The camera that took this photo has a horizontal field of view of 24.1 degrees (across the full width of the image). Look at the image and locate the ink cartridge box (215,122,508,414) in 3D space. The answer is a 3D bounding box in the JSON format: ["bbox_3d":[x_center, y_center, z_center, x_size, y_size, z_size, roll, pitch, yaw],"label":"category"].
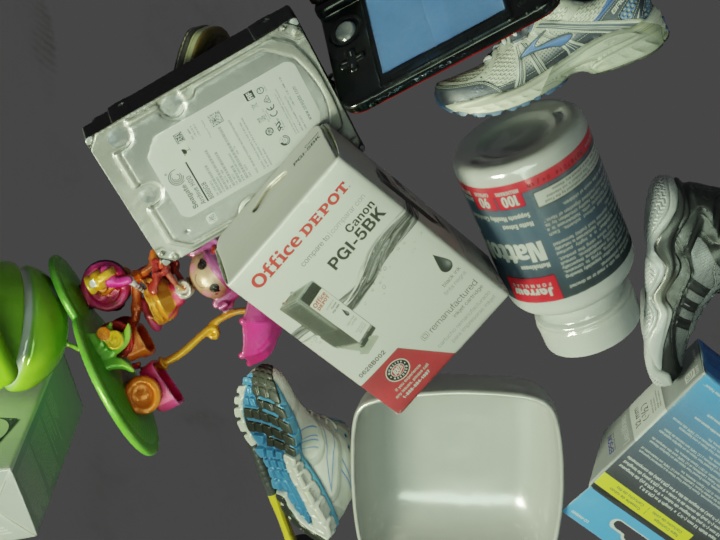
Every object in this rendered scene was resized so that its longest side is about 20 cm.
[{"bbox_3d":[0.000,0.000,1.399,0.199,0.083,0.147,37,103,-24],"label":"ink cartridge box"}]

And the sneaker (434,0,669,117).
[{"bbox_3d":[0.148,-0.193,1.387,0.198,0.077,0.086,-22,106,7],"label":"sneaker"}]

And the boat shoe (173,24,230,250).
[{"bbox_3d":[-0.155,-0.116,1.444,0.064,0.073,0.202,23,111,32],"label":"boat shoe"}]

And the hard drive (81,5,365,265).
[{"bbox_3d":[-0.111,-0.109,1.390,0.198,0.038,0.140,-29,121,1],"label":"hard drive"}]

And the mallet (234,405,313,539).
[{"bbox_3d":[-0.081,0.218,1.648,0.041,0.066,0.202,-14,103,13],"label":"mallet"}]

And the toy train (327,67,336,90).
[{"bbox_3d":[-0.037,-0.135,1.445,0.046,0.034,0.200,38,115,-20],"label":"toy train"}]

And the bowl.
[{"bbox_3d":[0.092,0.180,1.587,0.197,0.075,0.202,0,119,5],"label":"bowl"}]

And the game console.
[{"bbox_3d":[0.035,-0.253,1.332,0.198,0.174,0.119,-26,141,18],"label":"game console"}]

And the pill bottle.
[{"bbox_3d":[0.166,-0.032,1.438,0.118,0.120,0.201,-19,116,14],"label":"pill bottle"}]

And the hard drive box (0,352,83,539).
[{"bbox_3d":[-0.354,0.164,1.538,0.154,0.201,0.078,-10,118,9],"label":"hard drive box"}]

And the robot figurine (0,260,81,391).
[{"bbox_3d":[-0.348,0.045,1.488,0.198,0.175,0.117,9,106,-26],"label":"robot figurine"}]

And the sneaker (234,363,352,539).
[{"bbox_3d":[-0.053,0.155,1.580,0.074,0.087,0.201,16,139,39],"label":"sneaker"}]

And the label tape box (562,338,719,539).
[{"bbox_3d":[0.303,0.182,1.579,0.143,0.066,0.200,34,117,-15],"label":"label tape box"}]

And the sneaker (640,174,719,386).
[{"bbox_3d":[0.304,0.013,1.478,0.112,0.076,0.202,1,117,7],"label":"sneaker"}]

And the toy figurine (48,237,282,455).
[{"bbox_3d":[-0.156,0.035,1.517,0.183,0.150,0.202,-28,90,3],"label":"toy figurine"}]
